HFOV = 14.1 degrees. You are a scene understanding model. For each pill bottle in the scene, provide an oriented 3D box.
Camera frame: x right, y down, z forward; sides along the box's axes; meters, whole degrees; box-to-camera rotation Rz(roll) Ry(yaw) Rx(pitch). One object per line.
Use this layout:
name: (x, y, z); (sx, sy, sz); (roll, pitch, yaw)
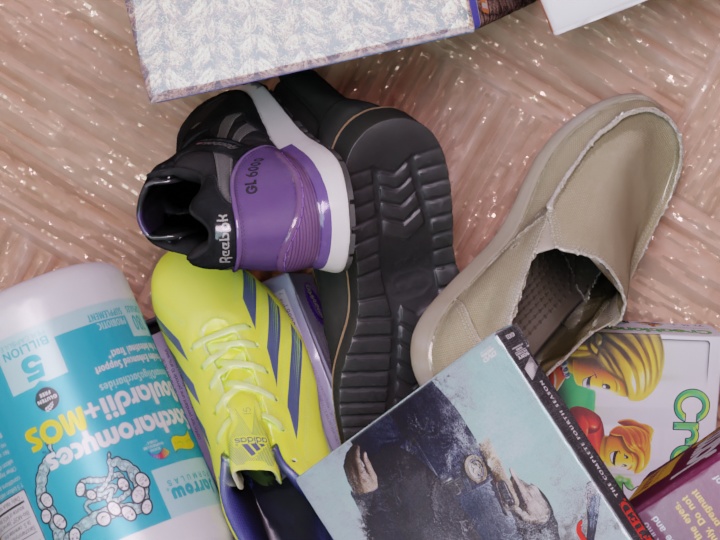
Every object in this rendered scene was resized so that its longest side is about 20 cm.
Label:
pill bottle: (-0.133, 0.105, 1.467); (0.111, 0.111, 0.200); (-27, 82, 15)

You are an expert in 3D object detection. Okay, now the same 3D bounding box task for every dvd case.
dvd case: (0.073, 0.145, 1.377); (0.146, 0.022, 0.200); (-37, 83, 33)

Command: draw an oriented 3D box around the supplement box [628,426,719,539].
supplement box: (0.235, 0.097, 1.390); (0.200, 0.131, 0.103); (-36, 88, 15)

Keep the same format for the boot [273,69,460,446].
boot: (0.000, 0.000, 1.487); (0.077, 0.138, 0.200); (-7, 110, -21)

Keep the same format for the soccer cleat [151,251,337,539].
soccer cleat: (-0.053, 0.076, 1.456); (0.065, 0.084, 0.200); (-26, 81, 14)

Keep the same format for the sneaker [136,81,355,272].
sneaker: (-0.075, -0.047, 1.442); (0.087, 0.200, 0.076); (-7, 104, -18)

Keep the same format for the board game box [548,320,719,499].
board game box: (0.114, 0.126, 1.493); (0.126, 0.035, 0.200); (2, 99, -7)

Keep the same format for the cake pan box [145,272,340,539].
cake pan box: (-0.078, 0.118, 1.532); (0.184, 0.052, 0.200); (-25, 83, 13)

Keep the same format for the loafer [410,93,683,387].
loafer: (0.106, -0.006, 1.431); (0.068, 0.200, 0.076); (9, 144, 48)

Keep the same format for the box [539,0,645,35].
box: (0.109, -0.227, 1.410); (0.097, 0.124, 0.200); (-21, 94, 15)

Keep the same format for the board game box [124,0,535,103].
board game box: (-0.013, -0.153, 1.410); (0.159, 0.200, 0.097); (-11, 97, 15)
